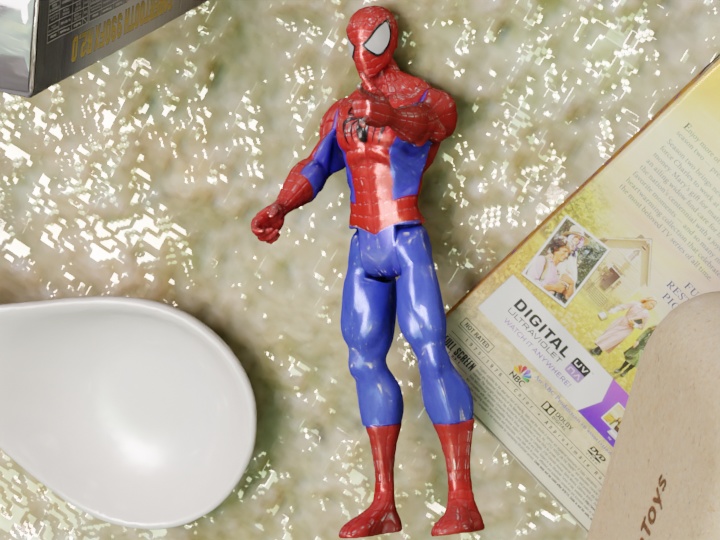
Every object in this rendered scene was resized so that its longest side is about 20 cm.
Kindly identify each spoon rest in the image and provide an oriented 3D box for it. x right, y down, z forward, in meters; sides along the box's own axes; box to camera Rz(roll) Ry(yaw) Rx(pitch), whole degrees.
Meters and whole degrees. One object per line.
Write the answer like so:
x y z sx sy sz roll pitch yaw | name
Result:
-0.135 0.036 1.160 0.199 0.061 0.100 26 114 7 | spoon rest

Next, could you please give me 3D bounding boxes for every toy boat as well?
0.159 0.110 1.048 0.130 0.131 0.201 6 115 -18 | toy boat

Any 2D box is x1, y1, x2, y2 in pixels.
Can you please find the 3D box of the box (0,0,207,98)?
-0.154 -0.115 1.038 0.157 0.200 0.049 10 107 12 | box

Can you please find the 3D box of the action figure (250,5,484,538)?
0.000 0.000 1.072 0.065 0.099 0.201 -5 87 29 | action figure

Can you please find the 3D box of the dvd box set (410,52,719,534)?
0.136 0.016 1.088 0.146 0.029 0.200 44 115 -2 | dvd box set
